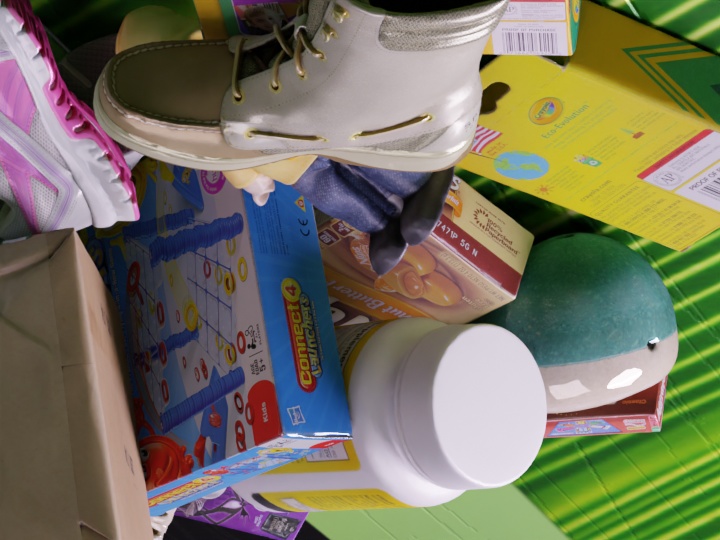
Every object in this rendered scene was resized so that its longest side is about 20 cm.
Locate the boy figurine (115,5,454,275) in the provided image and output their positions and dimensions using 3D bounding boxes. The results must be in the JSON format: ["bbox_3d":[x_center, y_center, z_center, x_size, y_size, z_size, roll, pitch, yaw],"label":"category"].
[{"bbox_3d":[-0.043,-0.083,1.257,0.200,0.065,0.124,33,137,-19],"label":"boy figurine"}]

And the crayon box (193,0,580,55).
[{"bbox_3d":[0.010,-0.166,1.161,0.199,0.058,0.119,2,151,8],"label":"crayon box"}]

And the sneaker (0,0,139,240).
[{"bbox_3d":[-0.201,-0.092,1.240,0.088,0.081,0.200,-29,109,2],"label":"sneaker"}]

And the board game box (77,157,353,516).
[{"bbox_3d":[-0.103,0.030,1.390,0.056,0.201,0.196,4,159,-42],"label":"board game box"}]

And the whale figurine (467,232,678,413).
[{"bbox_3d":[0.107,0.026,1.467,0.159,0.104,0.200,-18,-164,-41],"label":"whale figurine"}]

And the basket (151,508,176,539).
[{"bbox_3d":[-0.239,0.132,1.565,0.198,0.200,0.161,18,120,-20],"label":"basket"}]

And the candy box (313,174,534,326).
[{"bbox_3d":[0.000,0.000,1.447,0.115,0.055,0.200,37,141,-20],"label":"candy box"}]

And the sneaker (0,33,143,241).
[{"bbox_3d":[-0.159,-0.082,1.353,0.200,0.071,0.080,-35,172,33],"label":"sneaker"}]

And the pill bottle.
[{"bbox_3d":[0.009,0.088,1.389,0.114,0.115,0.200,29,156,-36],"label":"pill bottle"}]

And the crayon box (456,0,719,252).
[{"bbox_3d":[0.138,-0.085,1.291,0.200,0.051,0.127,20,149,-24],"label":"crayon box"}]

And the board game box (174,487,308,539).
[{"bbox_3d":[-0.069,0.110,1.641,0.120,0.032,0.200,12,129,-19],"label":"board game box"}]

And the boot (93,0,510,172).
[{"bbox_3d":[-0.031,-0.112,1.132,0.199,0.072,0.155,4,153,-6],"label":"boot"}]

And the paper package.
[{"bbox_3d":[-0.184,0.089,1.285,0.103,0.191,0.200,-10,168,0],"label":"paper package"}]

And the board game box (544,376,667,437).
[{"bbox_3d":[0.105,0.070,1.526,0.199,0.103,0.019,-5,133,19],"label":"board game box"}]
